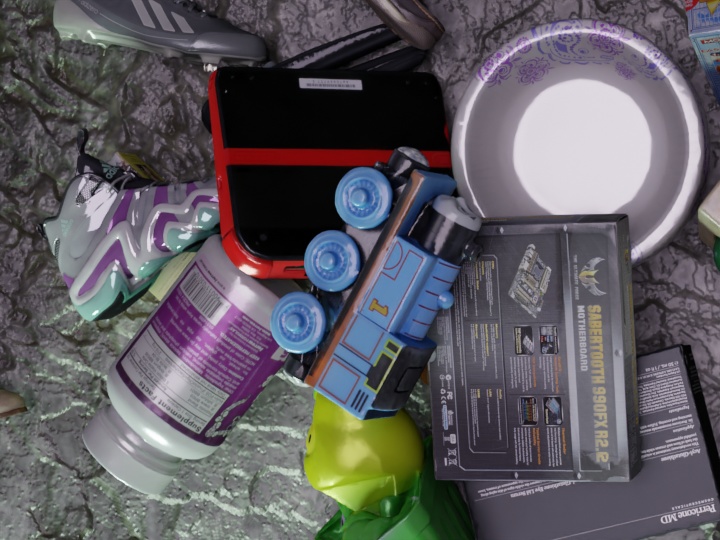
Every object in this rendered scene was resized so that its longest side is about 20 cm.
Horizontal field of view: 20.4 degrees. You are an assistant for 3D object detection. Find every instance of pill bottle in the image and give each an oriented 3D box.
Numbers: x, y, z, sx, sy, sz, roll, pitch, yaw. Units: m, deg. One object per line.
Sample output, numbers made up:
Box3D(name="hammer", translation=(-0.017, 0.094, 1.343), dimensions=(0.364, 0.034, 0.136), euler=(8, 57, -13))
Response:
Box3D(name="pill bottle", translation=(-0.135, 0.080, 1.619), dimensions=(0.112, 0.112, 0.200), euler=(40, 101, 11))

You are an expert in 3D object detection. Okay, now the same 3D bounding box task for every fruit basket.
Box3D(name="fruit basket", translation=(0.003, 0.183, 1.585), dimensions=(0.155, 0.215, 0.216), euler=(-41, 80, 11))

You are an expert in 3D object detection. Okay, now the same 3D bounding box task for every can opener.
Box3D(name="can opener", translation=(-0.041, -0.157, 1.670), dimensions=(0.199, 0.079, 0.064), euler=(-29, 80, 4))

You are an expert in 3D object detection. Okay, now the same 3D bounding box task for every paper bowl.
Box3D(name="paper bowl", translation=(0.178, -0.094, 1.589), dimensions=(0.199, 0.104, 0.203), euler=(0, 90, 14))

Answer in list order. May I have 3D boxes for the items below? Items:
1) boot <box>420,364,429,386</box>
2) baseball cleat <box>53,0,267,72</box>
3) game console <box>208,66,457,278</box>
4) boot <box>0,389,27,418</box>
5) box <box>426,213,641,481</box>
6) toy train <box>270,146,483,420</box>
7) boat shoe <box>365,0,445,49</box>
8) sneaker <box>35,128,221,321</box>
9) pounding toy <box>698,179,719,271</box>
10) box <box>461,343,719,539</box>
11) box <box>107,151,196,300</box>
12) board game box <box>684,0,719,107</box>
Box3D(name="boot", translation=(0.000, -0.001, 1.652), dimensions=(0.143, 0.071, 0.203), euler=(-4, 78, 9))
Box3D(name="baseball cleat", translation=(-0.169, -0.229, 1.700), dimensions=(0.198, 0.070, 0.107), euler=(11, 93, 14))
Box3D(name="game console", translation=(-0.019, -0.079, 1.598), dimensions=(0.198, 0.031, 0.178), euler=(0, 65, -19))
Box3D(name="boot", translation=(-0.396, 0.074, 1.763), dimensions=(0.198, 0.070, 0.148), euler=(-12, 85, 14))
Box3D(name="box", translation=(0.131, 0.060, 1.536), dimensions=(0.157, 0.048, 0.202), euler=(-2, 97, 19))
Box3D(name="toy train", translation=(0.016, 0.011, 1.498), dimensions=(0.114, 0.087, 0.201), euler=(32, 100, 19))
Box3D(name="boat shoe", translation=(0.013, -0.269, 1.638), dimensions=(0.073, 0.074, 0.201), euler=(-38, 70, 5))
Box3D(name="sneaker", translation=(-0.184, -0.066, 1.649), dimensions=(0.199, 0.078, 0.140), euler=(-35, 82, 11))
Box3D(name="pounding toy", translation=(0.345, -0.034, 1.518), dimensions=(0.142, 0.184, 0.200), euler=(39, 91, 12))
Box3D(name="box", translation=(0.182, 0.151, 1.602), dimensions=(0.198, 0.079, 0.142), euler=(-15, 83, 14))
Box3D(name="box", translation=(-0.151, -0.010, 1.706), dimensions=(0.200, 0.050, 0.075), euler=(41, 101, 11))
Box3D(name="board game box", translation=(0.281, -0.222, 1.512), dimensions=(0.061, 0.200, 0.202), euler=(-8, 89, 15))
